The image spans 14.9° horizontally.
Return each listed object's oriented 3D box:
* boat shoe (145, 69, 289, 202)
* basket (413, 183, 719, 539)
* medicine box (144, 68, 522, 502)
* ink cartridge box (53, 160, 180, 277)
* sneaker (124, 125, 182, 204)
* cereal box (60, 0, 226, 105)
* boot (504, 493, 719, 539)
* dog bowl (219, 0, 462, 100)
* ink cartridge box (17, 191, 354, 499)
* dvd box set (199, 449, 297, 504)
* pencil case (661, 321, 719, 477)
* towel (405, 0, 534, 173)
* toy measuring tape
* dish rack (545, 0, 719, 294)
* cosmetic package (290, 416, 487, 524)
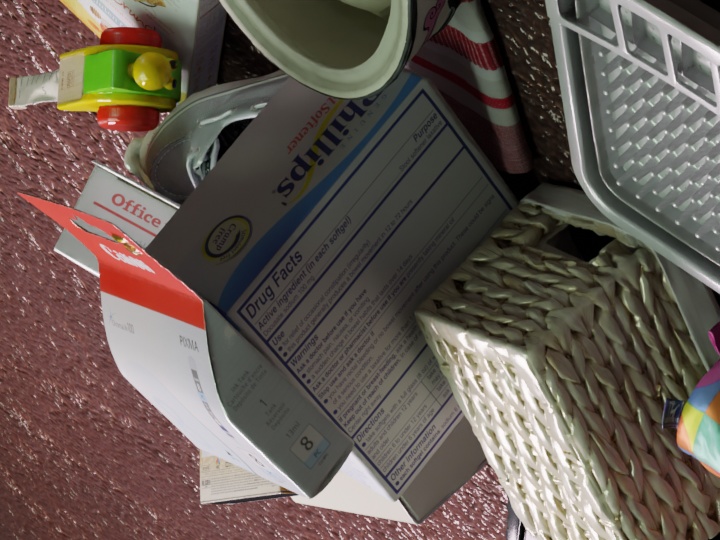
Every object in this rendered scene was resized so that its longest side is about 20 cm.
[{"bbox_3d":[-0.079,-0.081,1.773,0.200,0.072,0.070,-21,111,42],"label":"boat shoe"},{"bbox_3d":[0.140,0.070,1.606,0.135,0.123,0.201,19,144,55],"label":"basket"},{"bbox_3d":[0.000,0.000,1.638,0.103,0.182,0.200,25,161,48],"label":"medicine box"},{"bbox_3d":[-0.137,-0.012,1.856,0.116,0.068,0.200,28,177,3],"label":"ink cartridge box"},{"bbox_3d":[-0.096,-0.060,1.891,0.099,0.075,0.200,21,173,-30],"label":"sneaker"},{"bbox_3d":[-0.150,-0.205,1.848,0.144,0.039,0.200,44,158,13],"label":"cereal box"},{"bbox_3d":[0.173,0.201,1.820,0.168,0.076,0.201,39,150,37],"label":"boot"},{"bbox_3d":[-0.016,-0.199,1.505,0.200,0.074,0.201,36,144,32],"label":"dog bowl"},{"bbox_3d":[-0.112,0.041,1.573,0.200,0.047,0.160,44,168,-25],"label":"ink cartridge box"},{"bbox_3d":[-0.078,0.065,1.990,0.146,0.029,0.201,-17,72,62],"label":"dvd box set"},{"bbox_3d":[0.260,0.113,1.495,0.200,0.088,0.089,37,156,28],"label":"pencil case"},{"bbox_3d":[0.026,-0.154,1.606,0.144,0.023,0.201,28,150,43],"label":"towel"},{"bbox_3d":[-0.172,-0.125,1.871,0.074,0.074,0.200,56,154,-16],"label":"toy measuring tape"},{"bbox_3d":[0.174,-0.072,1.412,0.171,0.043,0.201,35,154,33],"label":"dish rack"},{"bbox_3d":[0.012,0.117,1.972,0.073,0.103,0.200,55,158,-15],"label":"cosmetic package"}]
